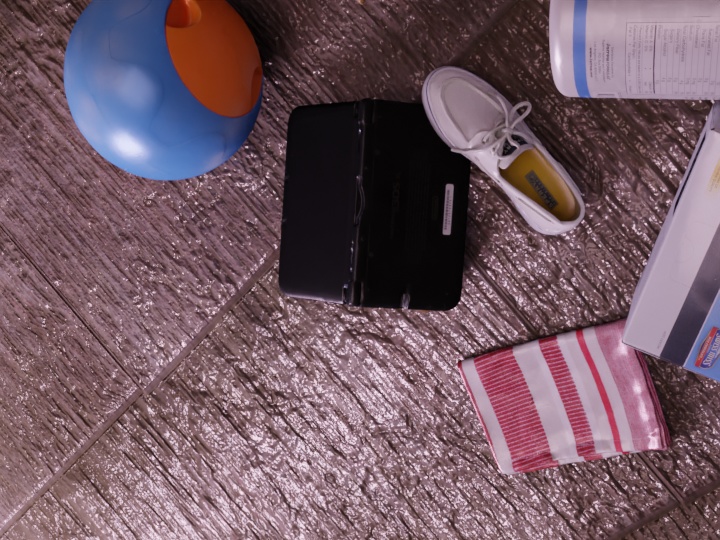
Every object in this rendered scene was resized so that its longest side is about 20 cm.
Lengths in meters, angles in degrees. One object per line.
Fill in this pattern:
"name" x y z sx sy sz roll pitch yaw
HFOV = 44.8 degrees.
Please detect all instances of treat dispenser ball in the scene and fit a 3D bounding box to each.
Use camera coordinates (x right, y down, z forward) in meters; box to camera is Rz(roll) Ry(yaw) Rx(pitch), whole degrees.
"treat dispenser ball" -0.198 -0.194 0.888 0.198 0.201 0.204 9 113 21

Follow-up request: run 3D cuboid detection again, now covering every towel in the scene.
"towel" 0.214 0.140 0.932 0.198 0.023 0.146 -18 101 29

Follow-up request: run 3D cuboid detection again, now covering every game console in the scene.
"game console" 0.013 -0.067 0.902 0.173 0.116 0.204 3 92 -14

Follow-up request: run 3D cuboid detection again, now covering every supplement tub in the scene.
"supplement tub" 0.262 -0.206 0.711 0.197 0.132 0.134 5 112 22

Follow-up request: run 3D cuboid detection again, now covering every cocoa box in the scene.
"cocoa box" 0.327 -0.021 0.750 0.130 0.133 0.203 22 117 15

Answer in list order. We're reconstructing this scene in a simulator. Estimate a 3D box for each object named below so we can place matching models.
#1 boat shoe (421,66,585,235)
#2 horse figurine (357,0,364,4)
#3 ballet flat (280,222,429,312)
"boat shoe" 0.137 -0.115 0.817 0.074 0.086 0.203 -40 92 -3
"horse figurine" -0.040 -0.343 0.841 0.198 0.050 0.134 23 109 20
"ballet flat" 0.000 0.000 0.960 0.197 0.068 0.073 17 132 13
